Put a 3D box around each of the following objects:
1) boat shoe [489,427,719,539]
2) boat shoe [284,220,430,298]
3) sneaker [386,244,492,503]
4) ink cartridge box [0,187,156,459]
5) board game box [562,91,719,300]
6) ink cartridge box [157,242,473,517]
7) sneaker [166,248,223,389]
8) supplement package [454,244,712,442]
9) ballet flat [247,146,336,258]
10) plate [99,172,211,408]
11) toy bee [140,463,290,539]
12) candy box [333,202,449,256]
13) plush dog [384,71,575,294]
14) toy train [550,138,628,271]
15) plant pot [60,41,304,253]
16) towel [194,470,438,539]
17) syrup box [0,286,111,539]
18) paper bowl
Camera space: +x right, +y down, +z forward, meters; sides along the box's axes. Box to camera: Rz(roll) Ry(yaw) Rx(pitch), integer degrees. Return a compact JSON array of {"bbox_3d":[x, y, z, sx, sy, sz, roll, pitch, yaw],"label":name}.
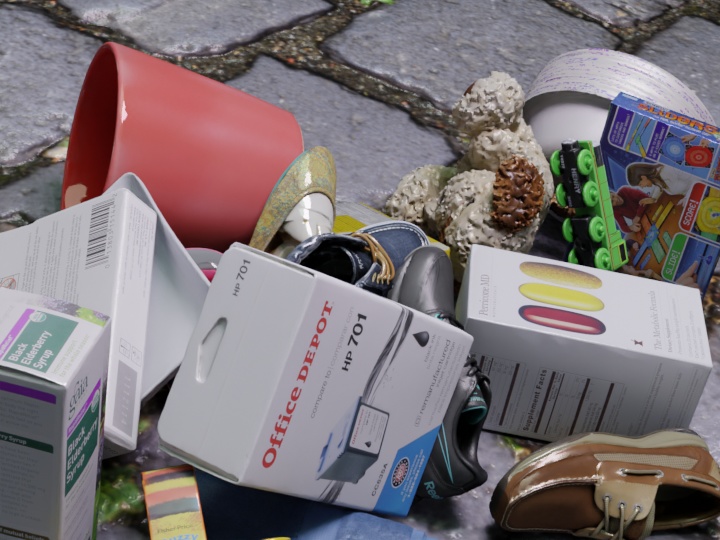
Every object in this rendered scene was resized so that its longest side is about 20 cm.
[{"bbox_3d":[0.197,0.170,1.106,0.199,0.076,0.074,-7,42,-24],"label":"boat shoe"},{"bbox_3d":[0.000,0.000,1.132,0.200,0.091,0.071,-30,80,-39],"label":"boat shoe"},{"bbox_3d":[0.065,0.078,1.115,0.079,0.201,0.075,-7,-17,33],"label":"sneaker"},{"bbox_3d":[-0.239,0.053,1.071,0.175,0.045,0.201,-16,55,25],"label":"ink cartridge box"},{"bbox_3d":[0.265,-0.045,1.317,0.135,0.201,0.034,24,32,16],"label":"board game box"},{"bbox_3d":[-0.026,0.081,1.005,0.086,0.147,0.200,20,-1,36],"label":"ink cartridge box"},{"bbox_3d":[-0.115,0.086,1.131,0.079,0.095,0.201,2,58,-39],"label":"sneaker"},{"bbox_3d":[0.175,0.069,1.208,0.199,0.110,0.114,11,34,-2],"label":"supplement package"},{"bbox_3d":[-0.064,-0.009,1.206,0.070,0.071,0.201,29,80,24],"label":"ballet flat"},{"bbox_3d":[-0.200,0.049,1.100,0.032,0.200,0.200,40,7,-46],"label":"plate"},{"bbox_3d":[-0.100,0.194,0.897,0.130,0.109,0.200,-27,60,-21],"label":"toy bee"},{"bbox_3d":[-0.008,-0.030,1.304,0.102,0.027,0.200,-2,14,-23],"label":"candy box"},{"bbox_3d":[0.117,-0.051,1.321,0.160,0.200,0.172,32,36,-7],"label":"plush dog"},{"bbox_3d":[0.211,-0.023,1.291,0.042,0.201,0.056,1,19,43],"label":"toy train"},{"bbox_3d":[-0.155,-0.085,1.273,0.176,0.201,0.201,10,33,-22],"label":"plant pot"},{"bbox_3d":[-0.045,0.208,0.993,0.199,0.049,0.112,15,43,7],"label":"towel"},{"bbox_3d":[-0.215,0.119,0.939,0.081,0.201,0.079,15,34,4],"label":"syrup box"},{"bbox_3d":[0.239,-0.109,1.410,0.200,0.201,0.105,25,61,18],"label":"paper bowl"}]
